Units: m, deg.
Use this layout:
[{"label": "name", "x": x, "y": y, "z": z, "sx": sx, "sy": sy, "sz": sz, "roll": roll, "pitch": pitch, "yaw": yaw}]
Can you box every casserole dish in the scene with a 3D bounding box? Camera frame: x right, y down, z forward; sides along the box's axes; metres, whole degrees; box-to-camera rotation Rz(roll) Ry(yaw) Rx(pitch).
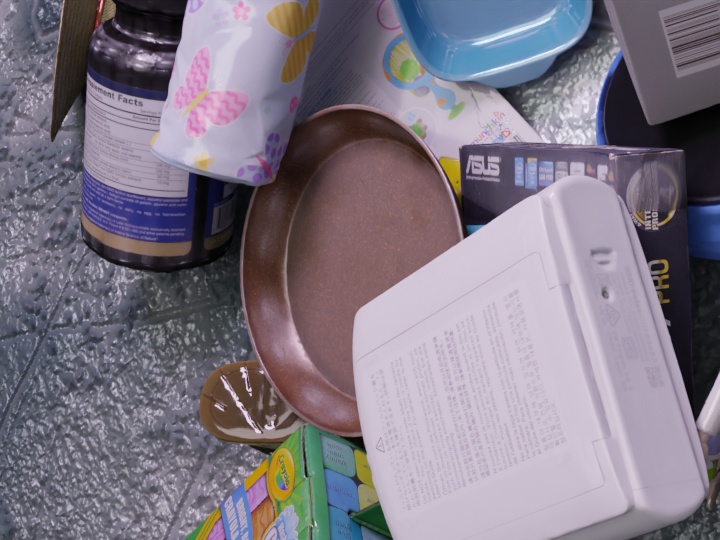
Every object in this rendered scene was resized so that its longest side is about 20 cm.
[{"label": "casserole dish", "x": 0.069, "y": -0.208, "z": 0.852, "sx": 0.119, "sy": 0.039, "sz": 0.202, "roll": -15, "pitch": 120, "yaw": 13}]

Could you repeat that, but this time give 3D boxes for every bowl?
[{"label": "bowl", "x": 0.219, "y": -0.101, "z": 0.773, "sx": 0.199, "sy": 0.039, "sz": 0.203, "roll": -25, "pitch": 43, "yaw": 26}]

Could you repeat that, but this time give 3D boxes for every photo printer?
[{"label": "photo printer", "x": 0.071, "y": 0.068, "z": 0.713, "sx": 0.200, "sy": 0.069, "sz": 0.169, "roll": -35, "pitch": 63, "yaw": 49}]

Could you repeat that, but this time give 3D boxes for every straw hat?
[{"label": "straw hat", "x": -0.178, "y": -0.186, "z": 1.054, "sx": 0.084, "sy": 0.201, "sz": 0.204, "roll": 7, "pitch": 89, "yaw": -9}]

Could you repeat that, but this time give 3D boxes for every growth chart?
[{"label": "growth chart", "x": 0.207, "y": 0.056, "z": 0.735, "sx": 0.018, "sy": 0.200, "sz": 0.146, "roll": 26, "pitch": 90, "yaw": 23}]

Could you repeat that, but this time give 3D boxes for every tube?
[{"label": "tube", "x": 0.017, "y": -0.003, "z": 0.904, "sx": 0.199, "sy": 0.050, "sz": 0.079, "roll": 15, "pitch": 116, "yaw": 50}]

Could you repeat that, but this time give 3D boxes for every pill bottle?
[{"label": "pill bottle", "x": -0.135, "y": -0.110, "z": 0.974, "sx": 0.111, "sy": 0.111, "sz": 0.203, "roll": 23, "pitch": 118, "yaw": 31}]

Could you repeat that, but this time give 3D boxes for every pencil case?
[{"label": "pencil case", "x": -0.072, "y": -0.154, "z": 0.868, "sx": 0.090, "sy": 0.083, "sz": 0.203, "roll": 19, "pitch": 101, "yaw": 29}]

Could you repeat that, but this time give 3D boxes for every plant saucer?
[{"label": "plant saucer", "x": 0.000, "y": 0.000, "z": 0.870, "sx": 0.199, "sy": 0.034, "sz": 0.204, "roll": 1, "pitch": 92, "yaw": 46}]

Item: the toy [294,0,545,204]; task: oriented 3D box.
[{"label": "toy", "x": 0.027, "y": -0.110, "z": 0.945, "sx": 0.115, "sy": 0.047, "sz": 0.201, "roll": -45, "pitch": 69, "yaw": 16}]

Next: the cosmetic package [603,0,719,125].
[{"label": "cosmetic package", "x": 0.165, "y": -0.190, "z": 0.776, "sx": 0.089, "sy": 0.107, "sz": 0.202, "roll": -17, "pitch": 46, "yaw": 15}]

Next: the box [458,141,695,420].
[{"label": "box", "x": 0.117, "y": 0.010, "z": 0.797, "sx": 0.200, "sy": 0.048, "sz": 0.164, "roll": -161, "pitch": 68, "yaw": -70}]

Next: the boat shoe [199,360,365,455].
[{"label": "boat shoe", "x": -0.006, "y": 0.095, "z": 0.938, "sx": 0.197, "sy": 0.065, "sz": 0.074, "roll": 7, "pitch": 78, "yaw": 14}]

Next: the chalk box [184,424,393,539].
[{"label": "chalk box", "x": -0.015, "y": 0.188, "z": 0.859, "sx": 0.200, "sy": 0.124, "sz": 0.125, "roll": -45, "pitch": 33, "yaw": 28}]
